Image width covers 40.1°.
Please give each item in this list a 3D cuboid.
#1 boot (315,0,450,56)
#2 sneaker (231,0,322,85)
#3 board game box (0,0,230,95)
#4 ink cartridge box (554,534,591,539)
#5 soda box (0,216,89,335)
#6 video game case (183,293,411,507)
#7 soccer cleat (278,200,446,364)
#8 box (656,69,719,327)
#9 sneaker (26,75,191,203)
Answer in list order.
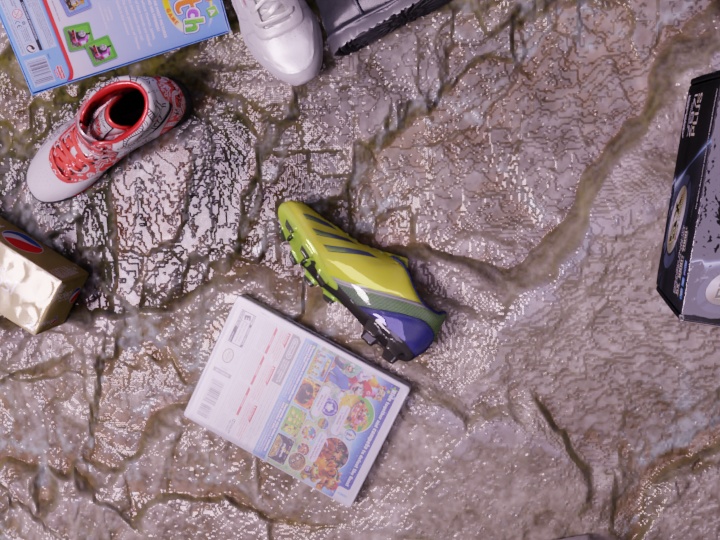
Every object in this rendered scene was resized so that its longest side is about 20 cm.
[{"bbox_3d":[0.004,-0.327,0.914,0.163,0.066,0.202,-24,88,11],"label":"boot"},{"bbox_3d":[-0.100,-0.266,0.919,0.074,0.100,0.202,-25,94,10],"label":"sneaker"},{"bbox_3d":[-0.233,-0.263,0.904,0.198,0.037,0.152,-19,129,-9],"label":"board game box"},{"bbox_3d":[0.134,0.329,0.932,0.198,0.145,0.085,-14,94,11],"label":"ink cartridge box"},{"bbox_3d":[-0.388,-0.017,1.023,0.199,0.064,0.068,32,102,5],"label":"soda box"},{"bbox_3d":[-0.066,0.133,1.008,0.198,0.018,0.144,28,101,6],"label":"video game case"},{"bbox_3d":[0.000,0.000,0.966,0.084,0.065,0.200,-42,84,-17],"label":"soccer cleat"},{"bbox_3d":[0.318,-0.062,0.838,0.085,0.164,0.203,8,100,9],"label":"box"},{"bbox_3d":[-0.266,-0.128,0.962,0.200,0.108,0.068,-28,92,13],"label":"sneaker"}]
